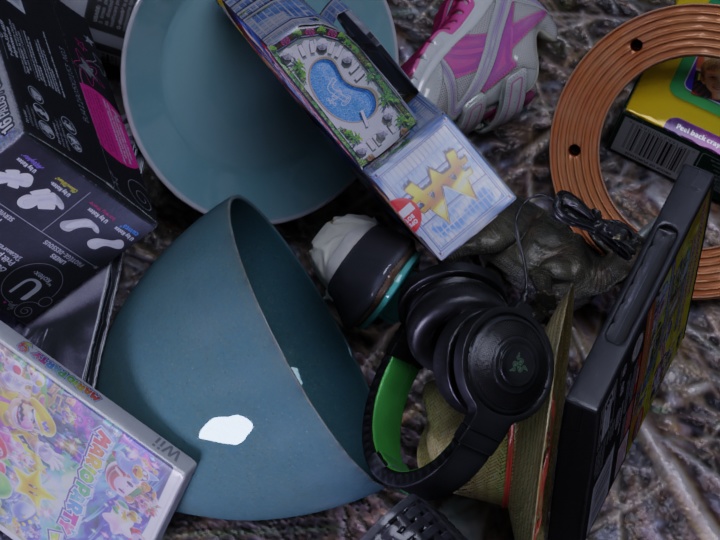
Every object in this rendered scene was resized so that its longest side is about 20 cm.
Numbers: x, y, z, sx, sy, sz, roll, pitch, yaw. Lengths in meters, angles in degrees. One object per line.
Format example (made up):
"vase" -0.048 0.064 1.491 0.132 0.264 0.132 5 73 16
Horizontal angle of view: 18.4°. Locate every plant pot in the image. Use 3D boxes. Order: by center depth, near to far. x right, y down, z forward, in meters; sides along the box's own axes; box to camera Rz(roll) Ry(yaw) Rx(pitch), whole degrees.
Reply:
"plant pot" -0.085 0.074 1.363 0.134 0.200 0.201 -29 70 9

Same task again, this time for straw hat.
"straw hat" 0.078 0.098 1.368 0.085 0.201 0.202 7 63 8

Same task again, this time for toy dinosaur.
"toy dinosaur" 0.110 -0.011 1.496 0.199 0.077 0.102 20 45 19

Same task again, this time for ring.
"ring" 0.228 -0.081 1.512 0.199 0.019 0.201 1 96 8

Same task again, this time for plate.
"plate" -0.066 -0.130 1.432 0.199 0.026 0.201 -5 101 -28

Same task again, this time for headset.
"headset" 0.078 0.045 1.292 0.094 0.124 0.200 25 103 -28

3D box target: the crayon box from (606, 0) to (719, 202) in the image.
"crayon box" 0.301 -0.122 1.580 0.199 0.058 0.173 26 62 5

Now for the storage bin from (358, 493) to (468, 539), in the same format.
"storage bin" 0.023 0.214 1.276 0.135 0.200 0.094 -44 78 -1

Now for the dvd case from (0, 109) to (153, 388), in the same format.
"dvd case" -0.207 0.000 1.403 0.016 0.148 0.201 38 52 -42

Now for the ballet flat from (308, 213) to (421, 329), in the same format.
"ballet flat" 0.000 0.000 1.398 0.073 0.200 0.073 0 87 4

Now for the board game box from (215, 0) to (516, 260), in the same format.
"board game box" 0.011 -0.092 1.348 0.062 0.200 0.200 -40 116 -1

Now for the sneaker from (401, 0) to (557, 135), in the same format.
"sneaker" 0.075 -0.130 1.529 0.088 0.081 0.200 37 66 -7

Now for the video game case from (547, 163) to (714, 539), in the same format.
"video game case" 0.168 0.059 1.390 0.025 0.200 0.181 23 62 15

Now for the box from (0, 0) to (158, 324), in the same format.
"box" -0.229 -0.091 1.368 0.115 0.132 0.200 -37 49 15

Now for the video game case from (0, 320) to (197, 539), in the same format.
"video game case" -0.202 0.106 1.339 0.200 0.143 0.018 35 41 8

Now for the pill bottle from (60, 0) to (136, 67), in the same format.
"pill bottle" -0.138 -0.190 1.506 0.199 0.116 0.116 19 63 -1
